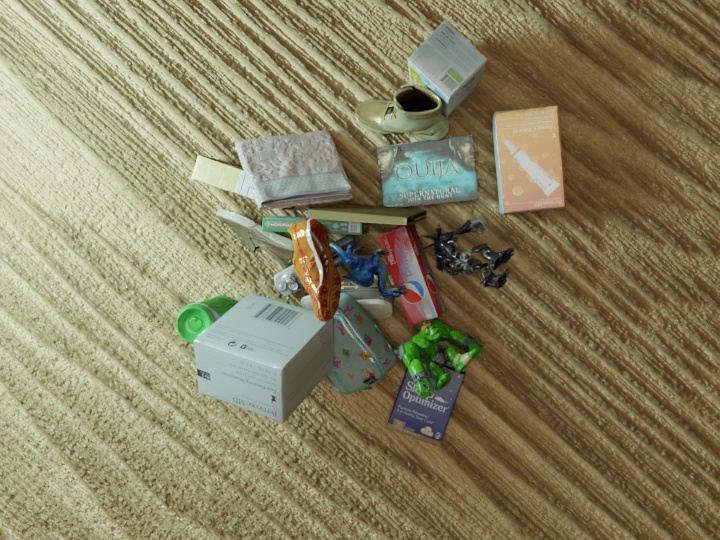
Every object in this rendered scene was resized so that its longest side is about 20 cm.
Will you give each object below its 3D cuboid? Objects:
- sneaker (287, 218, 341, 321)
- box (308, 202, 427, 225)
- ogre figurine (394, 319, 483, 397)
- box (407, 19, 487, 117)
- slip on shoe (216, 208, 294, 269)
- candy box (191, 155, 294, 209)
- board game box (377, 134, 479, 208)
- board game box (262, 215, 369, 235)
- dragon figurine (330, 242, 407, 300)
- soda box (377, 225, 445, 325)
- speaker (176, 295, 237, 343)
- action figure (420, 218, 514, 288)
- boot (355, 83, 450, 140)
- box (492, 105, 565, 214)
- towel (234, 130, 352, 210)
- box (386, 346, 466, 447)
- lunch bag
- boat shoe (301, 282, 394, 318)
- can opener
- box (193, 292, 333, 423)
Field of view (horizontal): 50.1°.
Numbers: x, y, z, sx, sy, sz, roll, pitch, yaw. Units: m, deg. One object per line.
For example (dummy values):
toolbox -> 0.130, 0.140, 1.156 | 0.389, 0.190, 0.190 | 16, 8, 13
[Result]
sneaker -> -0.089, 0.001, 1.495 | 0.077, 0.073, 0.200 | -14, 85, 37
box -> 0.017, -0.112, 1.529 | 0.200, 0.163, 0.021 | 7, 101, 17
ogre figurine -> 0.152, 0.170, 1.564 | 0.120, 0.098, 0.200 | 41, 66, 19
box -> 0.166, -0.384, 1.497 | 0.112, 0.200, 0.101 | 45, 94, 4
slip on shoe -> -0.220, -0.068, 1.631 | 0.200, 0.076, 0.061 | 26, 91, -3
candy box -> -0.235, -0.181, 1.601 | 0.200, 0.115, 0.055 | 19, 97, 5
board game box -> 0.140, -0.203, 1.599 | 0.200, 0.028, 0.135 | -6, 94, 7
board game box -> -0.088, -0.093, 1.580 | 0.200, 0.135, 0.029 | 3, 97, 6
dragon figurine -> 0.000, 0.000, 1.555 | 0.200, 0.059, 0.100 | 12, 89, 9
soda box -> 0.106, 0.007, 1.592 | 0.070, 0.063, 0.200 | -20, 91, 24
speaker -> -0.308, 0.099, 1.585 | 0.088, 0.200, 0.089 | 0, 93, 8
action figure -> 0.218, -0.036, 1.565 | 0.200, 0.102, 0.119 | 29, 132, 41
boot -> 0.073, -0.320, 1.527 | 0.200, 0.155, 0.073 | 16, 85, 14
box -> 0.335, -0.218, 1.540 | 0.124, 0.097, 0.200 | -6, 93, 7
towel -> -0.133, -0.206, 1.546 | 0.200, 0.032, 0.191 | -10, 53, -19
box -> 0.143, 0.258, 1.627 | 0.121, 0.032, 0.200 | 19, 95, 6
lunch bag -> -0.034, 0.159, 1.586 | 0.160, 0.077, 0.200 | -31, 97, 38
boat shoe -> -0.025, 0.058, 1.620 | 0.200, 0.072, 0.060 | 1, 53, 19
can opener -> -0.094, -0.014, 1.625 | 0.200, 0.066, 0.053 | -30, 106, 0
box -> -0.183, 0.163, 1.499 | 0.199, 0.200, 0.131 | 14, 123, 22
